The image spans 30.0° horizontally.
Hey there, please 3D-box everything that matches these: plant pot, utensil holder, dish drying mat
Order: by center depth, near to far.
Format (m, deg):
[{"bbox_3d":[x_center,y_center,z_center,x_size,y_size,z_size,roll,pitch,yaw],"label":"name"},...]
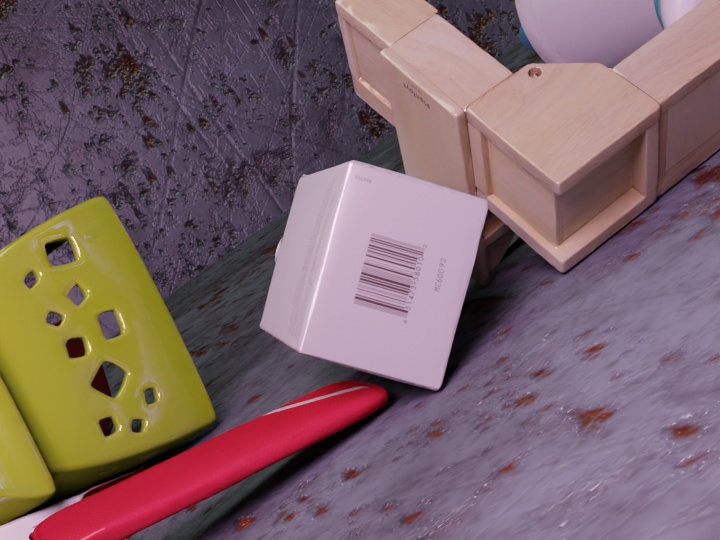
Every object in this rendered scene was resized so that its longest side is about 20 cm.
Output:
[{"bbox_3d":[-0.082,0.106,0.726,0.198,0.018,0.077,-23,8,-20],"label":"dish drying mat"},{"bbox_3d":[-0.263,0.088,1.023,0.181,0.201,0.199,-27,-2,-45],"label":"plant pot"},{"bbox_3d":[0.268,-0.281,1.252,0.170,0.171,0.199,-38,11,-30],"label":"utensil holder"}]

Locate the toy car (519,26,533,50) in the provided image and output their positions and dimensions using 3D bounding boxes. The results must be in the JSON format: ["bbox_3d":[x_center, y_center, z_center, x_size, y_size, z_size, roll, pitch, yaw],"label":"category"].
[{"bbox_3d":[0.384,-0.494,2.328,0.197,0.179,0.184,-8,-14,-13],"label":"toy car"}]

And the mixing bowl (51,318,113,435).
[{"bbox_3d":[-0.300,0.146,1.231,0.200,0.109,0.200,-41,-1,-1],"label":"mixing bowl"}]

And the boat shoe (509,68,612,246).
[{"bbox_3d":[0.125,-0.073,0.968,0.200,0.072,0.068,-48,12,-24],"label":"boat shoe"}]

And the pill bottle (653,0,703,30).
[{"bbox_3d":[0.257,-0.191,0.919,0.110,0.111,0.200,-32,8,16],"label":"pill bottle"}]

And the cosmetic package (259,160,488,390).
[{"bbox_3d":[0.000,0.000,0.788,0.200,0.084,0.109,-164,89,-81],"label":"cosmetic package"}]

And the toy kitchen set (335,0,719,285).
[{"bbox_3d":[0.119,-0.102,0.834,0.180,0.200,0.164,-36,-34,-15],"label":"toy kitchen set"}]

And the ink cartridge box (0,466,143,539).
[{"bbox_3d":[-0.268,0.219,1.000,0.160,0.051,0.199,-30,-10,36],"label":"ink cartridge box"}]
